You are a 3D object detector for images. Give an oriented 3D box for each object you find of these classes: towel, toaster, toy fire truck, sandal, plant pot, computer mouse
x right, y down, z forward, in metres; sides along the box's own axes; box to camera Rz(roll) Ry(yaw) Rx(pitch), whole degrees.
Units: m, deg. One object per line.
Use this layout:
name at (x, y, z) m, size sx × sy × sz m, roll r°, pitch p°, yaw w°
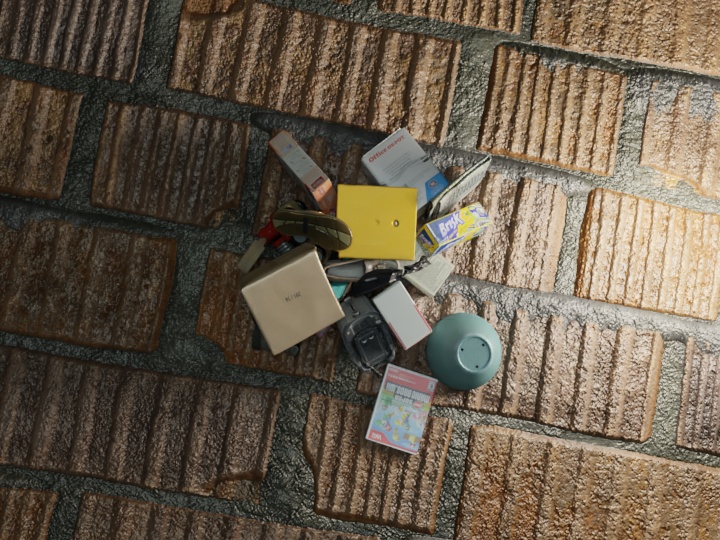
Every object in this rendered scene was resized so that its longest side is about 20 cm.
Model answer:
towel at (0.244, -0.198, 1.633) m, size 0.199 × 0.193 × 0.035 m, roll -38°, pitch 83°, yaw -6°
toaster at (0.009, 0.157, 1.601) m, size 0.112 × 0.130 × 0.202 m, roll -27°, pitch 124°, yaw -4°
toy fire truck at (-0.197, -0.051, 1.618) m, size 0.199 × 0.129 × 0.177 m, roll -33°, pitch 102°, yaw 22°
sandal at (-0.110, -0.107, 1.527) m, size 0.197 × 0.054 × 0.081 m, roll 14°, pitch 117°, yaw 6°
plant pot at (0.274, 0.209, 1.634) m, size 0.196 × 0.135 × 0.204 m, roll 0°, pitch 86°, yaw -3°
computer mouse at (0.073, 0.005, 1.548) m, size 0.198 × 0.140 × 0.047 m, roll -25°, pitch 87°, yaw 35°

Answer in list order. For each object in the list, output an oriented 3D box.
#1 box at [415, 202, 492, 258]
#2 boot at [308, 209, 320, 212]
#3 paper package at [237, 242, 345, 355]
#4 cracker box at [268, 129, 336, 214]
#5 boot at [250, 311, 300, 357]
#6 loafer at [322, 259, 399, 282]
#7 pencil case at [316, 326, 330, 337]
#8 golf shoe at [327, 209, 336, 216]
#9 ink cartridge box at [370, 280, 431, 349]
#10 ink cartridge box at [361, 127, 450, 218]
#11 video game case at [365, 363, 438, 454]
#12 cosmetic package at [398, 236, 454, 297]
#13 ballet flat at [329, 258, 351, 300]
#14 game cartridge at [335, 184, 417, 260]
box at (0.239, -0.105, 1.643) m, size 0.198 × 0.064 × 0.071 m, roll -24°, pitch 74°, yaw -31°
boot at (-0.081, -0.128, 1.677) m, size 0.196 × 0.074 × 0.077 m, roll -10°, pitch 99°, yaw 4°
paper package at (-0.163, 0.065, 1.517) m, size 0.198 × 0.103 × 0.193 m, roll -27°, pitch 108°, yaw -9°
cracker box at (-0.139, -0.242, 1.610) m, size 0.058 × 0.134 × 0.200 m, roll -39°, pitch 65°, yaw -5°
boot at (-0.204, 0.123, 1.611) m, size 0.128 × 0.068 × 0.203 m, roll 7°, pitch 121°, yaw 5°
loafer at (0.000, 0.000, 1.594) m, size 0.196 × 0.063 × 0.073 m, roll -5°, pitch 93°, yaw 3°
pencil case at (-0.158, 0.087, 1.647) m, size 0.198 × 0.087 × 0.088 m, roll 33°, pitch 85°, yaw 0°
golf shoe at (-0.007, -0.120, 1.620) m, size 0.197 × 0.092 × 0.076 m, roll -19°, pitch 54°, yaw -1°
ink cartridge box at (0.096, 0.109, 1.600) m, size 0.083 × 0.200 × 0.145 m, roll -33°, pitch 88°, yaw -1°
ink cartridge box at (0.115, -0.242, 1.668) m, size 0.146 × 0.086 × 0.201 m, roll -36°, pitch 78°, yaw -4°
video game case at (0.107, 0.360, 1.672) m, size 0.141 × 0.017 × 0.203 m, roll 18°, pitch 85°, yaw -2°
cosmetic package at (0.133, -0.030, 1.666) m, size 0.199 × 0.087 × 0.104 m, roll 38°, pitch 87°, yaw -1°
ballet flat at (-0.031, -0.010, 1.666) m, size 0.068 × 0.067 × 0.202 m, roll 31°, pitch 84°, yaw 6°
game cartridge at (0.037, -0.116, 1.561) m, size 0.196 × 0.032 × 0.180 m, roll 3°, pitch 93°, yaw -4°
